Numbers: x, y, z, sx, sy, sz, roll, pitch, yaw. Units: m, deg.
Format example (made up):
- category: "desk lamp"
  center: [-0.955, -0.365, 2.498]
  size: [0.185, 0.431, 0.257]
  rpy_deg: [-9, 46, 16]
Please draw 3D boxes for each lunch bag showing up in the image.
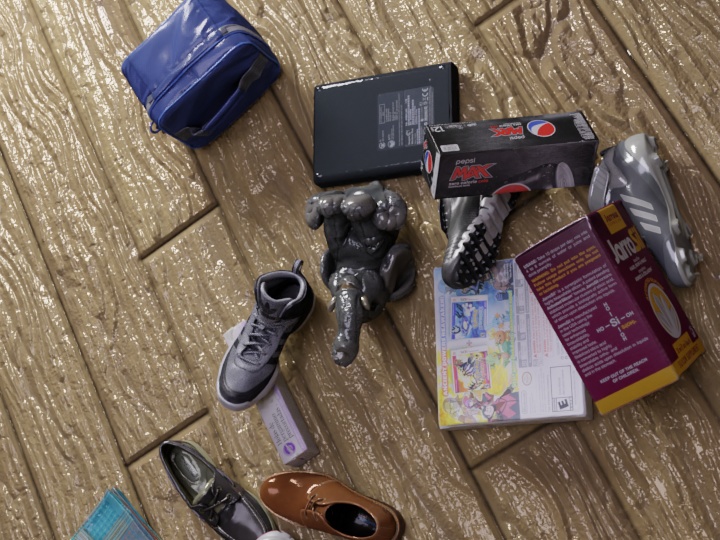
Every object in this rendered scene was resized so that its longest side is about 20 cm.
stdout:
- category: "lunch bag"
  center: [-0.219, -0.263, 1.767]
  size: [0.200, 0.136, 0.132]
  rpy_deg: [-43, 64, 10]

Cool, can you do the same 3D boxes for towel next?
- category: "towel"
  center: [-0.348, 0.412, 1.727]
  size: [0.147, 0.022, 0.200]
  rpy_deg: [41, 96, 28]

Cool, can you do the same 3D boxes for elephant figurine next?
- category: "elephant figurine"
  center: [0.000, 0.000, 1.614]
  size: [0.141, 0.155, 0.201]
  rpy_deg: [15, 113, 60]

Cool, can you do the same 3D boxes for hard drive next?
- category: "hard drive"
  center: [0.032, -0.189, 1.690]
  size: [0.199, 0.033, 0.140]
  rpy_deg: [-6, 75, 23]

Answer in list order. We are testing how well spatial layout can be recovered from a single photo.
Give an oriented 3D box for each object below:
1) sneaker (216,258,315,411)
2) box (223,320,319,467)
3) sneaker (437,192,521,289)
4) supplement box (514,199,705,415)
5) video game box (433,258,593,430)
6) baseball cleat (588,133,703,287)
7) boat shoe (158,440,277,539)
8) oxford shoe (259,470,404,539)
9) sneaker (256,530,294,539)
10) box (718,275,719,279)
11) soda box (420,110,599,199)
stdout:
- category: "sneaker"
  center: [-0.123, 0.074, 1.620]
  size: [0.075, 0.114, 0.200]
  rpy_deg: [25, 65, 12]
- category: "box"
  center: [-0.117, 0.158, 1.671]
  size: [0.039, 0.041, 0.200]
  rpy_deg: [-34, 67, 13]
- category: "sneaker"
  center: [0.128, -0.056, 1.573]
  size: [0.090, 0.067, 0.200]
  rpy_deg: [0, 50, 36]
- category: "supplement box"
  center: [0.278, 0.038, 1.428]
  size: [0.103, 0.131, 0.200]
  rpy_deg: [-31, 86, 30]
- category: "video game box"
  center: [0.180, 0.086, 1.547]
  size: [0.182, 0.047, 0.201]
  rpy_deg: [-6, 74, 21]
- category: "baseball cleat"
  center: [0.328, -0.059, 1.510]
  size: [0.106, 0.070, 0.201]
  rpy_deg: [-23, 59, 26]
- category: "boat shoe"
  center: [-0.191, 0.291, 1.657]
  size: [0.201, 0.066, 0.072]
  rpy_deg: [42, 94, 26]
- category: "oxford shoe"
  center: [-0.047, 0.289, 1.590]
  size: [0.199, 0.071, 0.072]
  rpy_deg: [10, 83, 28]
- category: "sneaker"
  center: [-0.081, 0.413, 1.556]
  size: [0.081, 0.088, 0.200]
  rpy_deg: [-40, 78, 11]
- category: "box"
  center: [0.493, 0.073, 1.408]
  size: [0.136, 0.039, 0.201]
  rpy_deg: [-23, 69, 19]
- category: "soda box"
  center: [0.175, -0.136, 1.526]
  size: [0.199, 0.071, 0.063]
  rpy_deg: [-6, 41, -12]
